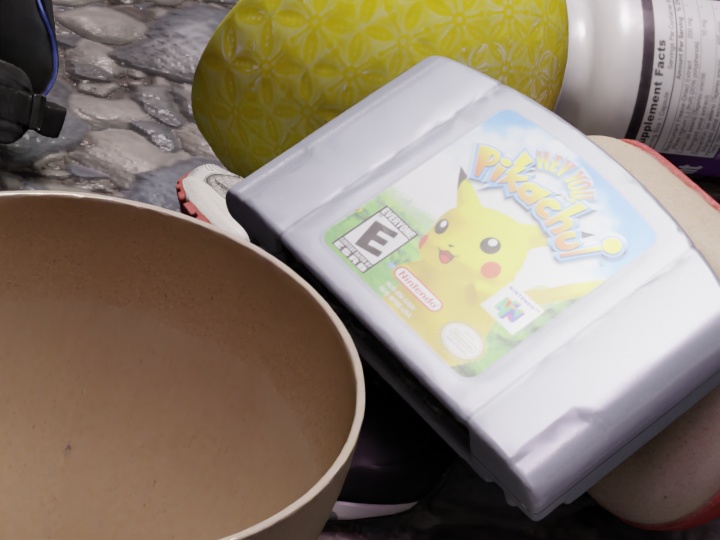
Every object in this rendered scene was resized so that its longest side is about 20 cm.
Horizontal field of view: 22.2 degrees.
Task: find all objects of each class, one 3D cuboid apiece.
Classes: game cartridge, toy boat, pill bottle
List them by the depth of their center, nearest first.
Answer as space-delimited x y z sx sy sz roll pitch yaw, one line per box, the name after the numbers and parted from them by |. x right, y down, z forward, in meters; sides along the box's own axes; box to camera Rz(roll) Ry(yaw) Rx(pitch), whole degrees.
0.054 -0.005 0.752 0.133 0.041 0.200 -33 58 -22 | game cartridge
0.138 0.030 0.839 0.130 0.131 0.200 24 18 -44 | toy boat
0.173 -0.112 1.046 0.198 0.112 0.112 5 33 -11 | pill bottle

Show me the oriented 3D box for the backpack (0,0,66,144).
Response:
-0.257 -0.160 0.919 0.189 0.202 0.154 -11 19 -17 | backpack

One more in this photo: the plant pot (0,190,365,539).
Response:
-0.106 0.083 0.641 0.198 0.135 0.201 8 32 -5 | plant pot

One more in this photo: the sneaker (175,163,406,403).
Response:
0.000 0.000 0.826 0.199 0.078 0.082 27 65 27 | sneaker

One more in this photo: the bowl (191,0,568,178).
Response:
0.028 -0.075 0.898 0.199 0.201 0.108 -13 62 -33 | bowl

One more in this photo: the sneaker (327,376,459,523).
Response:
-0.051 0.036 0.771 0.198 0.088 0.076 19 33 10 | sneaker
